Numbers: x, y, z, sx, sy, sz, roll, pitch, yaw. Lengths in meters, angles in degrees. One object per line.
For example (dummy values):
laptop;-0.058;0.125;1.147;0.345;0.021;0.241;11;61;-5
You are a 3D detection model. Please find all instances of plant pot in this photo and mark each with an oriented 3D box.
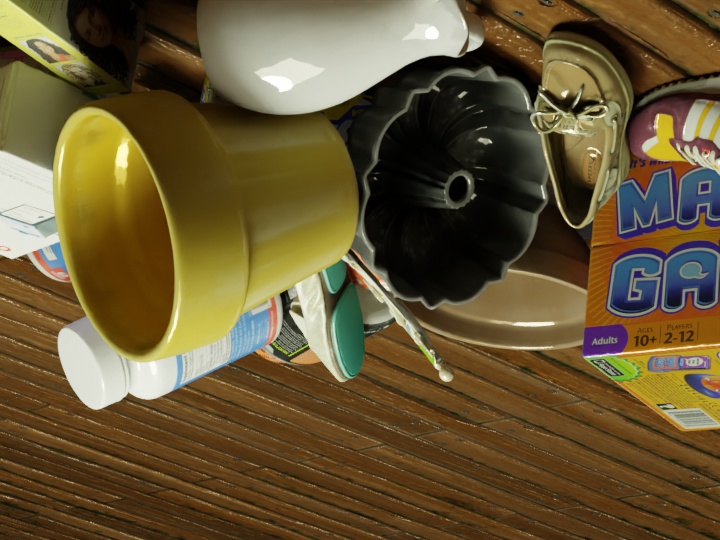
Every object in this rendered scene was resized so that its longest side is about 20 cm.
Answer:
plant pot;0.134;-0.005;1.781;0.199;0.094;0.201;8;158;3
plant pot;-0.111;-0.047;1.530;0.188;0.202;0.200;-14;172;-32

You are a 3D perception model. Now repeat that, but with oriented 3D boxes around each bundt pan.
bundt pan;0.059;-0.075;1.624;0.201;0.203;0.076;27;178;-40

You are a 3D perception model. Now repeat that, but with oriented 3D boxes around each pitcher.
pitcher;-0.010;-0.179;1.488;0.198;0.122;0.172;-9;167;11

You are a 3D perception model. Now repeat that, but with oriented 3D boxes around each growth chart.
growth chart;0.000;0.000;1.689;0.200;0.018;0.145;48;-178;-31

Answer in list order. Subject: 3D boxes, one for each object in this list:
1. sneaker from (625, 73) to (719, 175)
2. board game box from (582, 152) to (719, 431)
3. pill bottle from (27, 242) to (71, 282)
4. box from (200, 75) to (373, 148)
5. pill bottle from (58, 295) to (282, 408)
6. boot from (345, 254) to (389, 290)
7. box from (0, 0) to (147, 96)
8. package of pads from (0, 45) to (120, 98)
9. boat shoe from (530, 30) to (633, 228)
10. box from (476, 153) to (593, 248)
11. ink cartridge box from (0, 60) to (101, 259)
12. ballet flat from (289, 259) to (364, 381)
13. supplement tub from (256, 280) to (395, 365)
sneaker;0.290;-0.103;1.585;0.075;0.091;0.199;25;153;-38
board game box;0.329;0.007;1.697;0.198;0.202;0.200;-7;154;34
pill bottle;-0.217;-0.057;1.854;0.199;0.113;0.112;-11;152;40
box;-0.039;-0.118;1.693;0.198;0.071;0.064;14;162;-13
pill bottle;-0.183;0.054;1.887;0.199;0.113;0.112;-24;175;-30
boot;-0.020;-0.031;1.842;0.198;0.075;0.108;8;122;3
box;-0.247;-0.212;1.531;0.050;0.076;0.200;-4;157;34
package of pads;-0.309;-0.134;1.752;0.198;0.069;0.154;-4;156;27
boat shoe;0.180;-0.112;1.600;0.073;0.063;0.201;15;150;26
box;0.148;-0.072;1.788;0.199;0.042;0.119;28;151;-36
ink cartridge box;-0.288;-0.088;1.651;0.146;0.087;0.199;23;153;-37
ballet flat;-0.040;0.016;1.820;0.062;0.068;0.201;11;132;24
supplement tub;-0.040;0.023;1.977;0.122;0.124;0.200;18;156;-24
